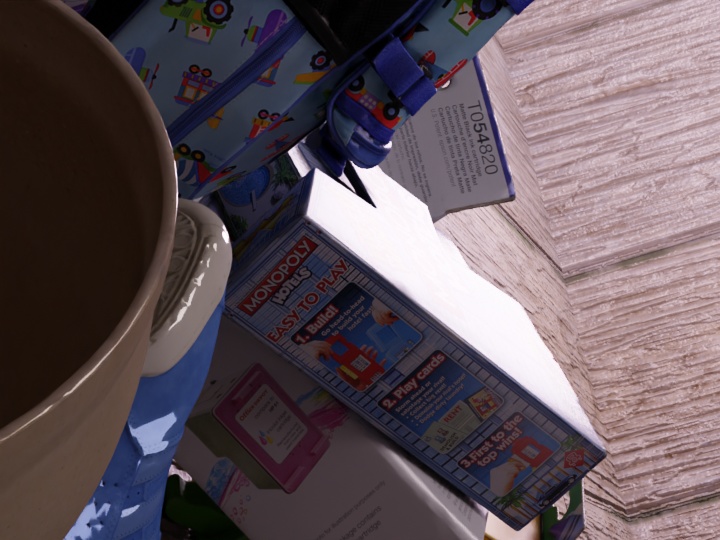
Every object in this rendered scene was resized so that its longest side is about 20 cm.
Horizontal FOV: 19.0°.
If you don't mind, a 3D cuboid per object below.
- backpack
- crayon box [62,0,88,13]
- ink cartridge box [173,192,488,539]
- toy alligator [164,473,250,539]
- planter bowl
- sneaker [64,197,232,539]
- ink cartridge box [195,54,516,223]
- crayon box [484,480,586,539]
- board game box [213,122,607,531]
[{"bbox_3d":[-0.034,-0.103,0.880,0.135,0.200,0.183,44,4,-8],"label":"backpack"},{"bbox_3d":[-0.114,-0.159,1.030,0.200,0.118,0.059,33,42,-73],"label":"crayon box"},{"bbox_3d":[-0.032,0.060,1.030,0.200,0.085,0.145,48,15,-5],"label":"ink cartridge box"},{"bbox_3d":[-0.041,0.151,1.098,0.200,0.054,0.060,59,19,-51],"label":"toy alligator"},{"bbox_3d":[-0.146,0.027,0.512,0.201,0.198,0.135,-94,-171,-46],"label":"planter bowl"},{"bbox_3d":[-0.095,0.077,0.770,0.201,0.076,0.112,-64,149,-31],"label":"sneaker"},{"bbox_3d":[-0.031,-0.109,1.193,0.041,0.199,0.201,144,-67,-67],"label":"ink cartridge box"},{"bbox_3d":[0.041,0.165,1.141,0.051,0.200,0.126,33,21,-9],"label":"crayon box"},{"bbox_3d":[0.000,0.000,0.988,0.200,0.062,0.201,33,21,-44],"label":"board game box"}]
